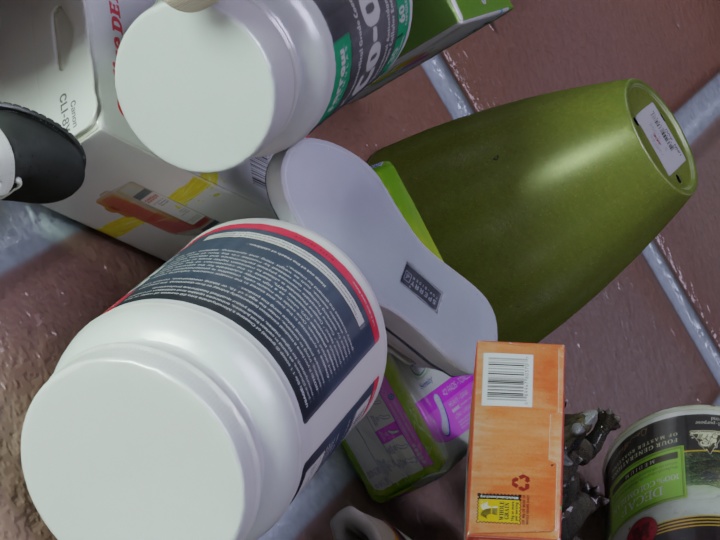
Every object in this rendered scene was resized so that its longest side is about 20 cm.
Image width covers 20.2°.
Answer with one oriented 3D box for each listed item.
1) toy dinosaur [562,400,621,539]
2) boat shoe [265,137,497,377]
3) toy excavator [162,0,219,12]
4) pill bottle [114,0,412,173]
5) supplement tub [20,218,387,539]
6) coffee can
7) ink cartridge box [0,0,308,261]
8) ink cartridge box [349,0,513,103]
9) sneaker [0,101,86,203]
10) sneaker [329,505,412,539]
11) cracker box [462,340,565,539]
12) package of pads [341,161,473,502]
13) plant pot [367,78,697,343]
[{"bbox_3d":[0.131,0.151,1.396,0.102,0.077,0.201,-39,144,-40],"label":"toy dinosaur"},{"bbox_3d":[0.000,0.000,1.200,0.200,0.065,0.074,48,54,-30],"label":"boat shoe"},{"bbox_3d":[-0.104,-0.253,1.043,0.195,0.100,0.200,52,38,-22],"label":"toy excavator"},{"bbox_3d":[-0.053,-0.130,1.141,0.113,0.113,0.200,57,29,-7],"label":"pill bottle"},{"bbox_3d":[-0.078,0.065,1.069,0.141,0.140,0.200,57,28,-6],"label":"supplement tub"},{"bbox_3d":[0.248,0.219,1.462,0.146,0.146,0.201,44,32,-28],"label":"coffee can"},{"bbox_3d":[-0.122,-0.093,1.203,0.200,0.083,0.146,27,44,-47],"label":"ink cartridge box"},{"bbox_3d":[-0.003,-0.167,1.402,0.076,0.147,0.200,61,29,-1],"label":"ink cartridge box"},{"bbox_3d":[-0.219,-0.041,1.014,0.199,0.074,0.089,9,56,-44],"label":"sneaker"},{"bbox_3d":[0.000,0.220,1.141,0.090,0.075,0.200,41,27,-18],"label":"sneaker"},{"bbox_3d":[0.090,0.154,1.227,0.201,0.057,0.135,87,6,-52],"label":"cracker box"},{"bbox_3d":[0.013,0.038,1.323,0.201,0.068,0.154,61,27,1],"label":"package of pads"},{"bbox_3d":[0.136,-0.053,1.467,0.187,0.199,0.188,39,34,-34],"label":"plant pot"}]
